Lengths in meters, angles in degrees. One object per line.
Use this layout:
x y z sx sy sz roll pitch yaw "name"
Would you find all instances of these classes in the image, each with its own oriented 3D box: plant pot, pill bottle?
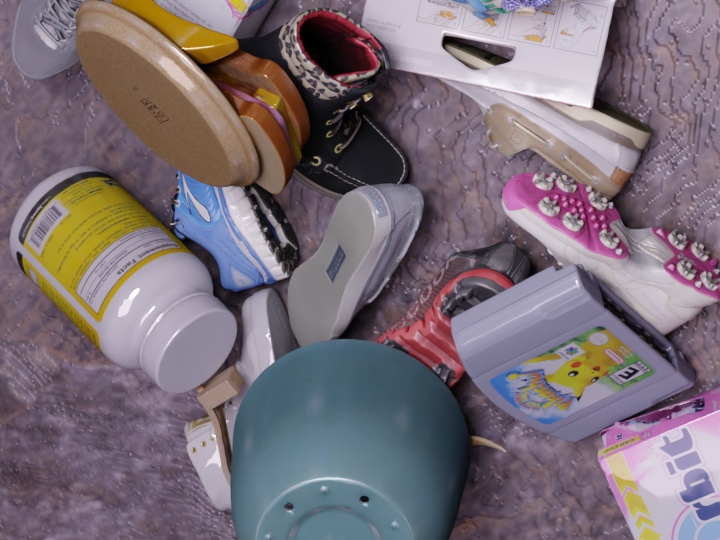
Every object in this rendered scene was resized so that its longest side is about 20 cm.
-0.013 0.180 1.543 0.198 0.161 0.203 1 113 3 "plant pot"
-0.196 0.010 1.632 0.200 0.112 0.113 42 116 30 "pill bottle"

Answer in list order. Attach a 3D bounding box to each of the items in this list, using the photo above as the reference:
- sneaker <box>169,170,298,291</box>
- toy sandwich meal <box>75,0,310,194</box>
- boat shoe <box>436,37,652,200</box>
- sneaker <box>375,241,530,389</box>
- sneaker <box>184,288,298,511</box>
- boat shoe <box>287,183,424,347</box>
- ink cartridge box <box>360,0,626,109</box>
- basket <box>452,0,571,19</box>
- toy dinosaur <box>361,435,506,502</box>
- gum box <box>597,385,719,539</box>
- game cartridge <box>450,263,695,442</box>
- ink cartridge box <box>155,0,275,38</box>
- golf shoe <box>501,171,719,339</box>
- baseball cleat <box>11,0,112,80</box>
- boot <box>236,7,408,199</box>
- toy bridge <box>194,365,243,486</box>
-0.135 -0.070 1.642 0.089 0.079 0.201 -25 96 21 "sneaker"
-0.128 -0.142 1.471 0.205 0.205 0.070 41 72 4 "toy sandwich meal"
0.127 -0.121 1.539 0.199 0.075 0.069 27 106 9 "boat shoe"
0.075 0.040 1.606 0.071 0.098 0.200 39 137 -8 "sneaker"
-0.106 0.118 1.687 0.114 0.074 0.202 -5 104 17 "sneaker"
0.000 -0.001 1.611 0.070 0.071 0.201 61 145 23 "boat shoe"
0.107 -0.228 1.508 0.198 0.045 0.178 13 93 16 "ink cartridge box"
0.131 -0.267 1.396 0.199 0.176 0.140 -29 68 26 "basket"
0.032 0.161 1.672 0.101 0.058 0.200 43 123 -13 "toy dinosaur"
0.279 0.199 1.569 0.113 0.066 0.202 -24 98 14 "gum box"
0.163 0.071 1.533 0.132 0.200 0.041 -26 51 26 "game cartridge"
-0.134 -0.259 1.584 0.147 0.086 0.201 37 113 6 "ink cartridge box"
0.186 -0.005 1.528 0.199 0.076 0.092 27 128 -16 "golf shoe"
-0.226 -0.219 1.525 0.070 0.106 0.200 41 117 -1 "baseball cleat"
-0.016 -0.125 1.520 0.203 0.074 0.153 34 156 -24 "boot"
-0.078 0.170 1.651 0.067 0.027 0.201 -31 107 23 "toy bridge"
